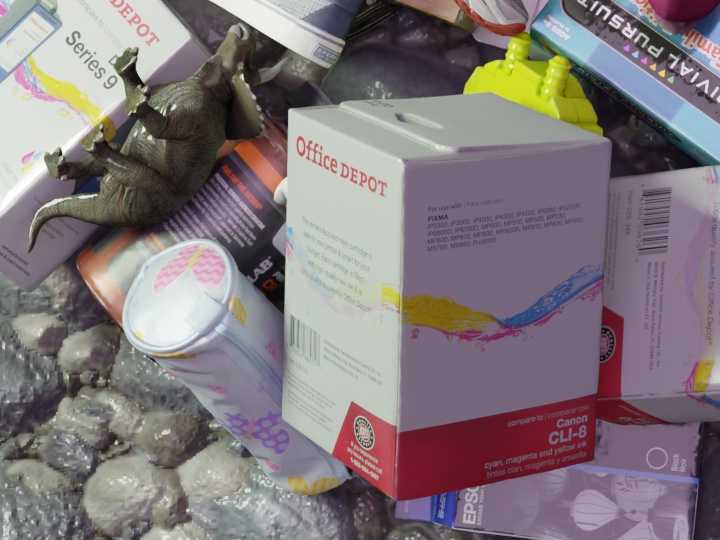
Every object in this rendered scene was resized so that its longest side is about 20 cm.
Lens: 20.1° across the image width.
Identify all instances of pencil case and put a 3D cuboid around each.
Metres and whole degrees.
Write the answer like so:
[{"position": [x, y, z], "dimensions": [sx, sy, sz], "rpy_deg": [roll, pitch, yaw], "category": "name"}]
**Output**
[{"position": [-0.068, 0.065, 1.290], "dimensions": [0.083, 0.200, 0.091], "rpy_deg": [-38, 44, 2], "category": "pencil case"}]

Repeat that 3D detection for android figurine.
[{"position": [0.095, -0.050, 1.297], "dimensions": [0.041, 0.182, 0.201], "rpy_deg": [-1, 118, -30], "category": "android figurine"}]

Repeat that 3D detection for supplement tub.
[{"position": [-0.083, -0.034, 1.342], "dimensions": [0.200, 0.107, 0.107], "rpy_deg": [-42, 82, 3], "category": "supplement tub"}]

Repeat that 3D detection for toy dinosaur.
[{"position": [-0.129, -0.071, 1.268], "dimensions": [0.102, 0.077, 0.200], "rpy_deg": [33, 97, -35], "category": "toy dinosaur"}]

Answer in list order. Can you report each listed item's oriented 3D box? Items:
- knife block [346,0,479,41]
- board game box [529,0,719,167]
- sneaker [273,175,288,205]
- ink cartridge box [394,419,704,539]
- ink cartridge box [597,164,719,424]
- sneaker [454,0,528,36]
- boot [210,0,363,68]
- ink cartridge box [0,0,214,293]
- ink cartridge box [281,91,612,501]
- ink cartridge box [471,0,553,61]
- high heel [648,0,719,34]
[{"position": [0.012, -0.236, 1.357], "dimensions": [0.175, 0.064, 0.201], "rpy_deg": [25, 96, 13], "category": "knife block"}, {"position": [0.225, -0.185, 1.279], "dimensions": [0.151, 0.047, 0.200], "rpy_deg": [36, 88, 8], "category": "board game box"}, {"position": [0.000, 0.000, 1.304], "dimensions": [0.081, 0.200, 0.075], "rpy_deg": [-37, 38, -22], "category": "sneaker"}, {"position": [0.123, 0.128, 1.341], "dimensions": [0.199, 0.039, 0.100], "rpy_deg": [5, 87, 8], "category": "ink cartridge box"}, {"position": [0.230, 0.015, 1.248], "dimensions": [0.199, 0.086, 0.148], "rpy_deg": [-4, 71, 35], "category": "ink cartridge box"}, {"position": [0.067, -0.242, 1.269], "dimensions": [0.082, 0.078, 0.201], "rpy_deg": [-19, 83, 12], "category": "sneaker"}, {"position": [-0.076, -0.215, 1.321], "dimensions": [0.200, 0.073, 0.091], "rpy_deg": [31, 97, 20], "category": "boot"}, {"position": [-0.200, -0.111, 1.351], "dimensions": [0.200, 0.088, 0.145], "rpy_deg": [-41, 58, 1], "category": "ink cartridge box"}, {"position": [0.047, 0.007, 1.194], "dimensions": [0.144, 0.145, 0.201], "rpy_deg": [-8, 110, -27], "category": "ink cartridge box"}, {"position": [0.181, -0.184, 1.342], "dimensions": [0.199, 0.068, 0.116], "rpy_deg": [16, 86, 8], "category": "ink cartridge box"}, {"position": [0.226, -0.237, 1.212], "dimensions": [0.067, 0.096, 0.200], "rpy_deg": [32, 88, 9], "category": "high heel"}]
